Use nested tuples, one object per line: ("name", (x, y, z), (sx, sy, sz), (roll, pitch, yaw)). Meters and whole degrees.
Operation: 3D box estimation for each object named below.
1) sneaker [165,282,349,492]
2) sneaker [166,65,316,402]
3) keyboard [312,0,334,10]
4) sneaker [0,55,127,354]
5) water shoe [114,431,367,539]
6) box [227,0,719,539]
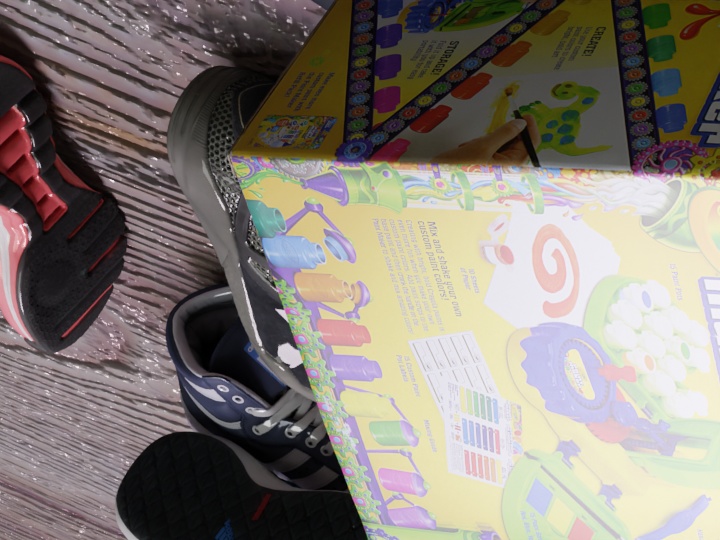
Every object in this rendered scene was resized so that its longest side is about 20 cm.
("sneaker", (-0.013, 0.073, 1.098), (0.199, 0.070, 0.109), (23, 152, 22))
("sneaker", (0.000, 0.000, 0.964), (0.114, 0.076, 0.200), (15, 143, 39))
("keyboard", (0.051, -0.067, 0.849), (0.200, 0.040, 0.104), (34, 151, -2))
("sneaker", (-0.182, -0.043, 1.100), (0.087, 0.074, 0.200), (28, 151, 36))
("water shoe", (-0.045, 0.140, 1.091), (0.200, 0.072, 0.079), (16, 153, 46))
("box", (0.086, 0.006, 0.784), (0.192, 0.122, 0.200), (5, 132, 27))
